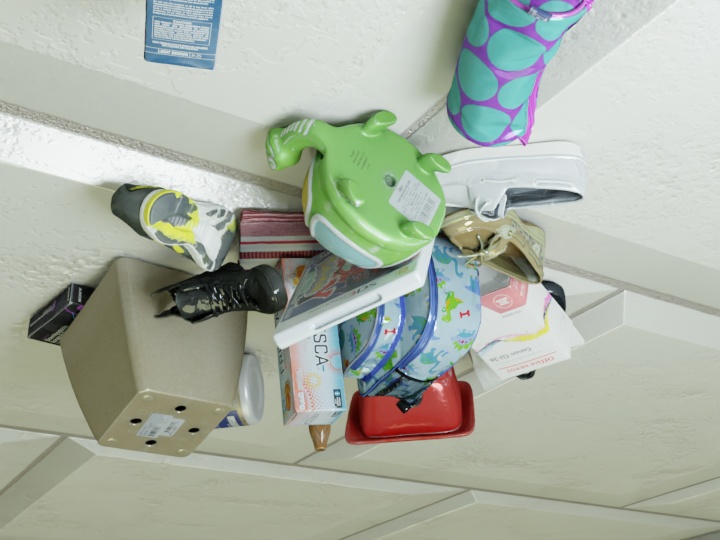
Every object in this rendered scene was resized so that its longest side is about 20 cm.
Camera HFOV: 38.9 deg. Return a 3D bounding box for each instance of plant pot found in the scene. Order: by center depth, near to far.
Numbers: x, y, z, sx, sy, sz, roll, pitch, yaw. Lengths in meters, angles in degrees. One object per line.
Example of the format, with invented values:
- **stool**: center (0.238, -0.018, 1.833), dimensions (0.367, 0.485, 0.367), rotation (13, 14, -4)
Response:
- **plant pot**: center (-0.266, 0.132, 1.354), dimensions (0.198, 0.179, 0.200), rotation (15, 133, -35)

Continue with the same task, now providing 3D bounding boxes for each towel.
- **towel**: center (-0.084, -0.024, 1.288), dimensions (0.142, 0.023, 0.200), rotation (-1, 155, -8)

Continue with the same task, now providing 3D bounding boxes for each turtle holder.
- **turtle holder**: center (-0.008, -0.076, 1.056), dimensions (0.183, 0.143, 0.132), rotation (11, 152, -28)

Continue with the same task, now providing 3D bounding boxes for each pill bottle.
- **pill bottle**: center (-0.259, 0.197, 1.612), dimensions (0.197, 0.112, 0.111), rotation (-7, 154, 8)

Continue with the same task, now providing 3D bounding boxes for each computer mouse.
- **computer mouse**: center (0.252, 0.085, 1.470), dimensions (0.058, 0.034, 0.201), rotation (8, 134, -4)

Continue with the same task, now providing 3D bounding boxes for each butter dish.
- **butter dish**: center (0.073, 0.167, 1.565), dimensions (0.197, 0.150, 0.200), rotation (-4, -162, 5)

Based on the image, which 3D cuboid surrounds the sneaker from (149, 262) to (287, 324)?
- **sneaker**: center (-0.172, 0.033, 1.216), dimensions (0.103, 0.061, 0.199), rotation (-24, -163, -27)

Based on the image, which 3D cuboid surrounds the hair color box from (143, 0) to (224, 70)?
- **hair color box**: center (-0.123, -0.249, 0.741), dimensions (0.060, 0.101, 0.200), rotation (5, 152, -12)

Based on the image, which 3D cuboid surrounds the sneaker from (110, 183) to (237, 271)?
- **sneaker**: center (-0.210, -0.059, 1.170), dimensions (0.084, 0.075, 0.200), rotation (23, 173, 22)

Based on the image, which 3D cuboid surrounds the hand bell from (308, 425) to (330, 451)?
- **hand bell**: center (-0.060, 0.158, 1.452), dimensions (0.103, 0.202, 0.104), rotation (-2, 155, -1)

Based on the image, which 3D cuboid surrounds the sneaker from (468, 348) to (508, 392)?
- **sneaker**: center (0.215, 0.107, 1.539), dimensions (0.114, 0.074, 0.200), rotation (-22, 147, 6)

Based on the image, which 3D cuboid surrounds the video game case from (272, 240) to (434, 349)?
- **video game case**: center (0.000, 0.000, 1.151), dimensions (0.181, 0.200, 0.023), rotation (-25, 109, 20)

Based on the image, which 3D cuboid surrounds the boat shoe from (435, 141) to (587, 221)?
- **boat shoe**: center (0.151, -0.089, 1.122), dimensions (0.197, 0.069, 0.072), rotation (-4, 154, 4)

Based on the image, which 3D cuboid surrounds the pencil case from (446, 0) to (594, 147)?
- **pencil case**: center (0.136, -0.193, 0.894), dimensions (0.092, 0.086, 0.201), rotation (27, 153, 5)

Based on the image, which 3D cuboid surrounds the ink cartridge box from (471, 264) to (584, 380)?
- **ink cartridge box**: center (0.212, 0.077, 1.394), dimensions (0.116, 0.068, 0.200), rotation (-22, 127, 34)

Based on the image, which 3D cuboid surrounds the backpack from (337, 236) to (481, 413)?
- **backpack**: center (0.052, 0.052, 1.272), dimensions (0.145, 0.185, 0.200), rotation (12, 145, -29)

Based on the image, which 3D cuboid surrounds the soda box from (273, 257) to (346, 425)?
- **soda box**: center (-0.066, 0.087, 1.265), dimensions (0.067, 0.203, 0.064), rotation (1, 157, -19)

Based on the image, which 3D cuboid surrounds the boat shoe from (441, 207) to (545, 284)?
- **boat shoe**: center (0.167, -0.030, 1.221), dimensions (0.073, 0.064, 0.199), rotation (-20, 158, 38)

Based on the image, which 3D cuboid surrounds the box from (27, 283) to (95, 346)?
- **box**: center (-0.354, 0.081, 1.459), dimensions (0.198, 0.037, 0.142), rotation (18, 146, -37)
